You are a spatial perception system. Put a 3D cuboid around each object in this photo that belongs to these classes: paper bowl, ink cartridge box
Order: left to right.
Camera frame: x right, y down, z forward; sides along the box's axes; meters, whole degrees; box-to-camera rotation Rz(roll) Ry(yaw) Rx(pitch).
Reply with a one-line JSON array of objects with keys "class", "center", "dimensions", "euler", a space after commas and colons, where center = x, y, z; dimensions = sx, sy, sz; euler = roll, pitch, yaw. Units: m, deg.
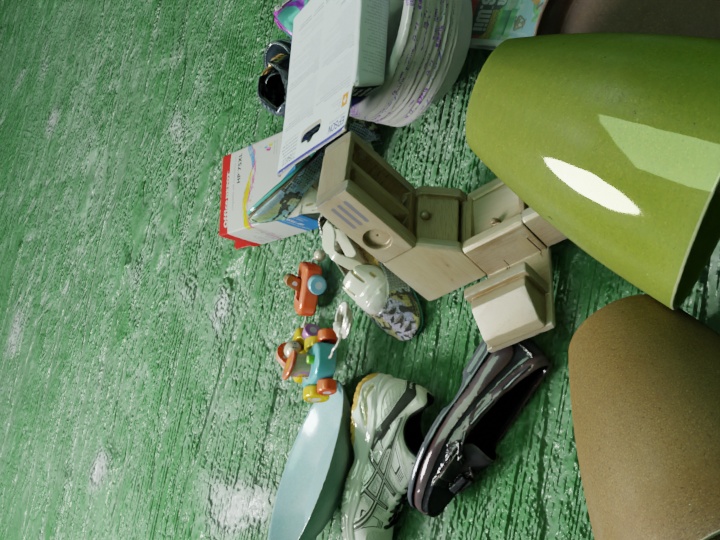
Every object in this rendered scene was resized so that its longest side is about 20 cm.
[{"class": "ink cartridge box", "center": [-0.130, -0.105, 1.018], "dimensions": [0.197, 0.066, 0.120], "euler": [-13, 71, 42]}, {"class": "ink cartridge box", "center": [-0.032, -0.218, 0.820], "dimensions": [0.198, 0.040, 0.206], "euler": [-13, 68, 63]}, {"class": "paper bowl", "center": [0.050, -0.264, 0.830], "dimensions": [0.200, 0.102, 0.207], "euler": [-174, 90, -66]}]

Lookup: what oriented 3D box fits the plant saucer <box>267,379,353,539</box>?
[{"class": "plant saucer", "center": [-0.047, 0.224, 0.825], "dimensions": [0.204, 0.038, 0.202], "euler": [-61, 14, 25]}]

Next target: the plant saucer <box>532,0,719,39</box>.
[{"class": "plant saucer", "center": [0.240, -0.176, 0.617], "dimensions": [0.196, 0.034, 0.205], "euler": [15, 124, 23]}]

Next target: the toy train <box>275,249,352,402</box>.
[{"class": "toy train", "center": [-0.065, 0.063, 0.871], "dimensions": [0.200, 0.054, 0.154], "euler": [-133, 52, -69]}]

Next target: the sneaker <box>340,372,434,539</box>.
[{"class": "sneaker", "center": [0.033, 0.212, 0.765], "dimensions": [0.085, 0.075, 0.206], "euler": [5, 94, 21]}]

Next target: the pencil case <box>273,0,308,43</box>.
[{"class": "pencil case", "center": [-0.035, -0.386, 0.982], "dimensions": [0.202, 0.091, 0.086], "euler": [-55, 30, 17]}]

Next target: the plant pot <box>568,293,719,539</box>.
[{"class": "plant pot", "center": [0.230, 0.123, 0.538], "dimensions": [0.187, 0.184, 0.203], "euler": [-46, 37, 26]}]

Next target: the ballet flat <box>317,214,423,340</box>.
[{"class": "ballet flat", "center": [0.000, 0.000, 0.859], "dimensions": [0.072, 0.071, 0.202], "euler": [-49, 50, 23]}]

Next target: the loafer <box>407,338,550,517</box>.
[{"class": "loafer", "center": [0.110, 0.151, 0.709], "dimensions": [0.063, 0.071, 0.204], "euler": [32, 99, 40]}]

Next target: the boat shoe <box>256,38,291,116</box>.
[{"class": "boat shoe", "center": [-0.106, -0.268, 1.021], "dimensions": [0.071, 0.090, 0.202], "euler": [-50, 49, 22]}]

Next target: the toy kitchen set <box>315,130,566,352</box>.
[{"class": "toy kitchen set", "center": [0.086, -0.044, 0.673], "dimensions": [0.198, 0.179, 0.166], "euler": [-27, 41, 36]}]

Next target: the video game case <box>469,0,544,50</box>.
[{"class": "video game case", "center": [0.180, -0.305, 0.796], "dimensions": [0.198, 0.017, 0.147], "euler": [23, 96, 46]}]

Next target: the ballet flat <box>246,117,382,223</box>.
[{"class": "ballet flat", "center": [-0.047, -0.112, 0.896], "dimensions": [0.200, 0.075, 0.074], "euler": [-46, 46, -8]}]

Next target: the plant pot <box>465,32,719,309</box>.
[{"class": "plant pot", "center": [0.186, -0.100, 0.572], "dimensions": [0.197, 0.186, 0.191], "euler": [27, 98, 28]}]
